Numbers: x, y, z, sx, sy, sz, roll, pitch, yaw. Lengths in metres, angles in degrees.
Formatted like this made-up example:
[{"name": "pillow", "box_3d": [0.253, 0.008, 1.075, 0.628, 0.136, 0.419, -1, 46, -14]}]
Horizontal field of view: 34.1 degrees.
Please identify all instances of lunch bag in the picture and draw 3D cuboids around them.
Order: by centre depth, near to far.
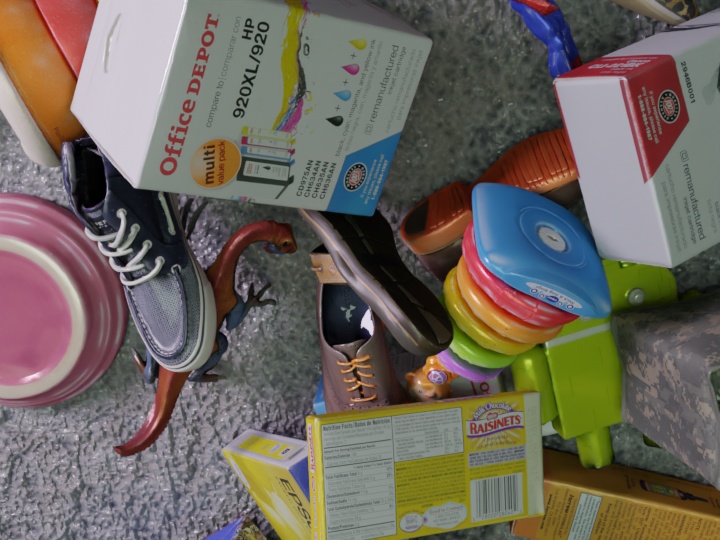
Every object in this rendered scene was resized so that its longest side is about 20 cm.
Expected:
[{"name": "lunch bag", "box_3d": [0.321, 0.077, 0.910, 0.200, 0.164, 0.118, -13, 105, -11]}]

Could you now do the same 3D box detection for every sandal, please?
[{"name": "sandal", "box_3d": [0.000, 0.000, 0.902, 0.055, 0.082, 0.200, -53, 55, 26]}]

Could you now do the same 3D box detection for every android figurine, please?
[{"name": "android figurine", "box_3d": [0.213, 0.066, 0.991, 0.182, 0.041, 0.200, -14, 109, -8]}]

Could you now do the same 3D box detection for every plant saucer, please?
[{"name": "plant saucer", "box_3d": [-0.307, 0.034, 1.028, 0.200, 0.051, 0.201, 1, 108, 3]}]

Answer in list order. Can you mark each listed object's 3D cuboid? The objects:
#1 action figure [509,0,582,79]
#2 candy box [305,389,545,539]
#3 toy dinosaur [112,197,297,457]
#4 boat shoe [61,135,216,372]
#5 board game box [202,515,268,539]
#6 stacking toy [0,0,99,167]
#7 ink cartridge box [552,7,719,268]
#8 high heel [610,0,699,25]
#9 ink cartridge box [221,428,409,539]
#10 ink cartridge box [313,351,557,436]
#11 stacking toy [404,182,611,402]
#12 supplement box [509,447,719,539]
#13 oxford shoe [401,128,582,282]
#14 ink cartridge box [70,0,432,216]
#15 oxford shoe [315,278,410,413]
[{"name": "action figure", "box_3d": [0.134, -0.209, 0.909, 0.200, 0.065, 0.052, 45, 128, -12]}, {"name": "candy box", "box_3d": [0.054, 0.153, 0.915, 0.200, 0.026, 0.102, -3, 90, -25]}, {"name": "toy dinosaur", "box_3d": [-0.116, 0.040, 0.971, 0.105, 0.200, 0.182, 18, 142, -18]}, {"name": "boat shoe", "box_3d": [-0.177, -0.017, 0.905, 0.075, 0.093, 0.200, -23, 78, 23]}, {"name": "board game box", "box_3d": [-0.114, 0.358, 1.087, 0.159, 0.097, 0.200, -34, 103, 22]}, {"name": "stacking toy", "box_3d": [-0.200, -0.184, 0.927, 0.200, 0.146, 0.146, -28, 105, -7]}, {"name": "ink cartridge box", "box_3d": [0.259, -0.108, 0.872, 0.200, 0.084, 0.144, -26, 108, -24]}, {"name": "high heel", "box_3d": [0.206, -0.284, 0.883, 0.200, 0.071, 0.143, 31, 92, -15]}, {"name": "ink cartridge box", "box_3d": [-0.019, 0.231, 1.006, 0.047, 0.200, 0.198, -36, 104, -22]}, {"name": "ink cartridge box", "box_3d": [0.072, 0.128, 1.022, 0.200, 0.067, 0.116, -16, 105, 10]}, {"name": "stacking toy", "box_3d": [0.092, 0.041, 0.913, 0.116, 0.110, 0.200, 23, 127, -19]}, {"name": "supplement box", "box_3d": [0.235, 0.215, 1.041, 0.200, 0.067, 0.069, 11, 109, 1]}, {"name": "oxford shoe", "box_3d": [0.136, -0.054, 0.958, 0.200, 0.071, 0.073, -25, 122, 18]}, {"name": "ink cartridge box", "box_3d": [-0.083, -0.141, 0.859, 0.200, 0.145, 0.147, 5, 114, -35]}, {"name": "oxford shoe", "box_3d": [-0.005, 0.087, 0.952, 0.071, 0.073, 0.200, -15, 79, 8]}]
